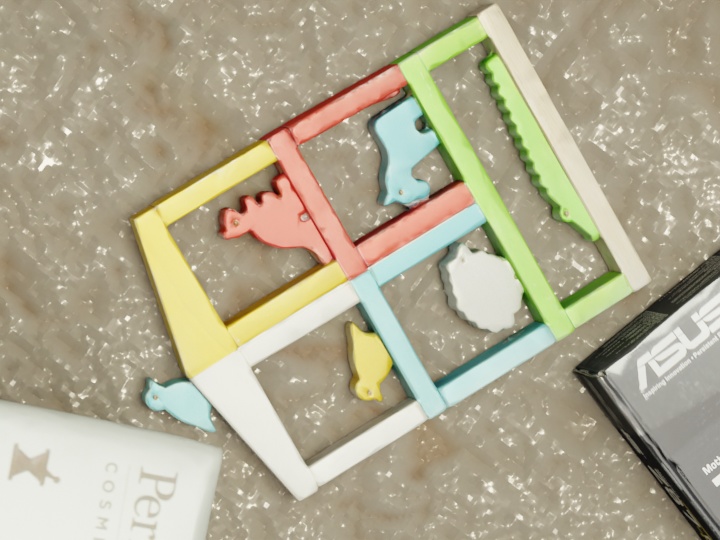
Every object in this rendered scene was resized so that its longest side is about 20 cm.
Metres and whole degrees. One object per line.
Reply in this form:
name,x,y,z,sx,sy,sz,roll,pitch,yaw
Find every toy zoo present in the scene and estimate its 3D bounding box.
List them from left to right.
toy zoo,0.000,0.000,1.141,0.200,0.020,0.131,-31,98,-8

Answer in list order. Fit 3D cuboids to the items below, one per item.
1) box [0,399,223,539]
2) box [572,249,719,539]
box,-0.161,0.144,1.019,0.171,0.200,0.199,11,83,-13
box,0.213,0.042,1.169,0.200,0.049,0.161,-38,96,-6
